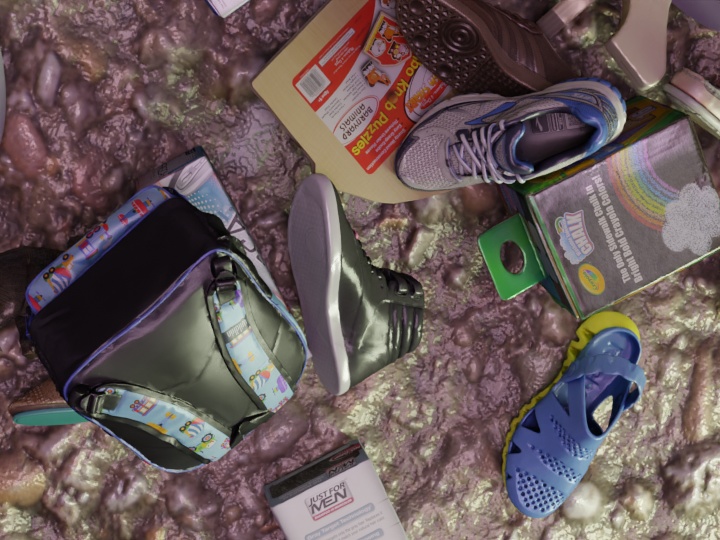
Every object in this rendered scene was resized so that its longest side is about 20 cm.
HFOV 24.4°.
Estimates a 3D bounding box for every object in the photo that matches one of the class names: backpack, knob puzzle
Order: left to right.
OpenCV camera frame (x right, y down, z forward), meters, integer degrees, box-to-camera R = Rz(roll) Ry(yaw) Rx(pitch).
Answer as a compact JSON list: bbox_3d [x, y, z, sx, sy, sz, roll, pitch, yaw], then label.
[{"bbox_3d":[-0.145,0.057,1.321,0.182,0.135,0.200,-42,140,-1],"label":"backpack"},{"bbox_3d":[0.024,-0.146,1.416,0.218,0.030,0.222,-3,96,-25],"label":"knob puzzle"}]

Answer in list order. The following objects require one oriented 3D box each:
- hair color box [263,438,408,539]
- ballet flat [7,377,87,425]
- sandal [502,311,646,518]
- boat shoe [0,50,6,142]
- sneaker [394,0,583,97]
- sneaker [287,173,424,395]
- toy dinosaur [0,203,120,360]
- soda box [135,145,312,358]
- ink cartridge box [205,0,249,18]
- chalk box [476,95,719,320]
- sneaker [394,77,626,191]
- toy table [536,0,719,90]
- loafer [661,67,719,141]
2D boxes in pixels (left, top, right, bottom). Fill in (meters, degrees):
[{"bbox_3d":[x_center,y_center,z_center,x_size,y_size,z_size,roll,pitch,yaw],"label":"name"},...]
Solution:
[{"bbox_3d":[0.000,0.265,1.495,0.098,0.061,0.201,-26,106,-4],"label":"hair color box"},{"bbox_3d":[-0.202,0.099,1.430,0.198,0.071,0.066,1,76,-12],"label":"ballet flat"},{"bbox_3d":[0.193,0.134,1.486,0.079,0.087,0.201,24,99,-16],"label":"sandal"},{"bbox_3d":[-0.338,-0.183,1.340,0.069,0.071,0.202,0,108,18],"label":"boat shoe"},{"bbox_3d":[0.112,-0.188,1.410,0.200,0.076,0.070,38,136,-21],"label":"sneaker"},{"bbox_3d":[0.000,0.000,1.419,0.099,0.071,0.202,-21,118,-26],"label":"sneaker"},{"bbox_3d":[-0.272,0.018,1.393,0.198,0.077,0.103,-9,69,3],"label":"toy dinosaur"},{"bbox_3d":[-0.116,-0.001,1.414,0.068,0.064,0.201,-28,106,-2],"label":"soda box"},{"bbox_3d":[-0.099,-0.299,1.343,0.199,0.076,0.137,-35,105,-2],"label":"ink cartridge box"},{"bbox_3d":[0.195,-0.046,1.428,0.199,0.124,0.125,-25,106,-2],"label":"chalk box"},{"bbox_3d":[0.116,-0.107,1.357,0.198,0.085,0.078,-16,107,19],"label":"sneaker"},{"bbox_3d":[0.219,-0.252,1.365,0.117,0.184,0.200,-40,81,-14],"label":"toy table"},{"bbox_3d":[0.323,-0.138,1.421,0.063,0.072,0.199,-54,141,8],"label":"loafer"}]
